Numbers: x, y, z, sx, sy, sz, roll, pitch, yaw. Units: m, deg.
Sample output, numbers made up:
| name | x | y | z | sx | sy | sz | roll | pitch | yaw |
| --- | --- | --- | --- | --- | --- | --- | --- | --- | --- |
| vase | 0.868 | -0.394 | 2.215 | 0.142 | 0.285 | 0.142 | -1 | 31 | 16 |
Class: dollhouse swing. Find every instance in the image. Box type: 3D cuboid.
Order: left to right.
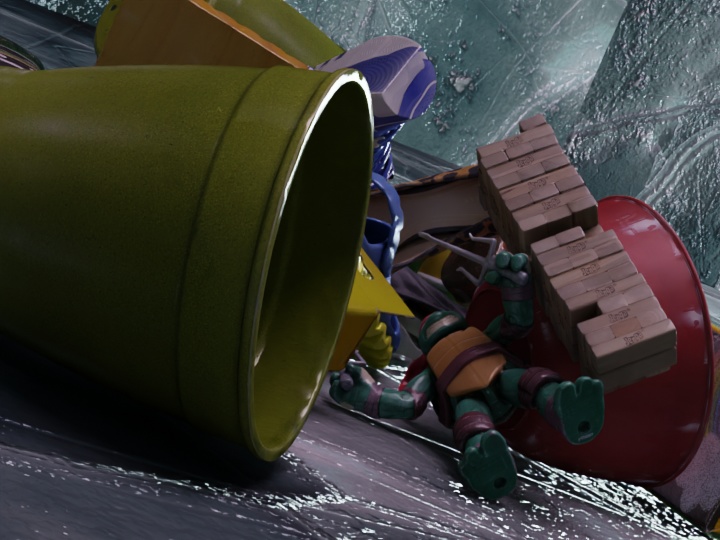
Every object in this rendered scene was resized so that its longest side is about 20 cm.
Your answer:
| name | x | y | z | sx | sy | sz | roll | pitch | yaw |
| --- | --- | --- | --- | --- | --- | --- | --- | --- | --- |
| dollhouse swing | -0.112 | -0.104 | 1.623 | 0.200 | 0.176 | 0.182 | 32 | 9 | 13 |

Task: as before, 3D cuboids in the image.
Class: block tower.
| name | x | y | z | sx | sy | sz | roll | pitch | yaw |
| --- | --- | --- | --- | --- | --- | --- | --- | --- | --- |
| block tower | 0.132 | -0.009 | 1.352 | 0.054 | 0.058 | 0.200 | 79 | -11 | -49 |

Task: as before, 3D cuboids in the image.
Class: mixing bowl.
| name | x | y | z | sx | sy | sz | roll | pitch | yaw |
| --- | --- | --- | --- | --- | --- | --- | --- | --- | --- |
| mixing bowl | 0.137 | 0.054 | 1.439 | 0.108 | 0.201 | 0.200 | -7 | 21 | -24 |

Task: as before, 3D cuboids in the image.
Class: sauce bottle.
| name | x | y | z | sx | sy | sz | roll | pitch | yaw |
| --- | --- | --- | --- | --- | --- | --- | --- | --- | --- |
| sauce bottle | 0.144 | 0.052 | 1.668 | 0.200 | 0.066 | 0.066 | 47 | -5 | -28 |

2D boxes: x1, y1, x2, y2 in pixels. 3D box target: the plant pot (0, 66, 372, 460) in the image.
| name | x | y | z | sx | sy | sz | roll | pitch | yaw |
| --- | --- | --- | --- | --- | --- | --- | --- | --- | --- |
| plant pot | -0.114 | -0.024 | 1.098 | 0.192 | 0.201 | 0.200 | 13 | 5 | 11 |

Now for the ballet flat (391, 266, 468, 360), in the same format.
| name | x | y | z | sx | sy | sz | roll | pitch | yaw |
| --- | --- | --- | --- | --- | --- | --- | --- | --- | --- |
| ballet flat | 0.069 | 0.059 | 1.596 | 0.200 | 0.073 | 0.073 | 31 | 8 | 11 |

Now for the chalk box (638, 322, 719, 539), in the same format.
| name | x | y | z | sx | sy | sz | roll | pitch | yaw |
| --- | --- | --- | --- | --- | --- | --- | --- | --- | --- |
| chalk box | 0.261 | 0.114 | 1.506 | 0.124 | 0.125 | 0.200 | 26 | 6 | -29 |

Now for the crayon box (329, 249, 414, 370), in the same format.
| name | x | y | z | sx | sy | sz | roll | pitch | yaw |
| --- | --- | --- | --- | --- | --- | --- | --- | --- | --- |
| crayon box | -0.077 | -0.001 | 1.296 | 0.200 | 0.051 | 0.127 | 7 | 36 | -41 |

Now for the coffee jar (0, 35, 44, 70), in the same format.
| name | x | y | z | sx | sy | sz | roll | pitch | yaw |
| --- | --- | --- | --- | --- | --- | --- | --- | --- | --- |
| coffee jar | -0.301 | -0.141 | 1.740 | 0.104 | 0.086 | 0.200 | 25 | 6 | -16 |

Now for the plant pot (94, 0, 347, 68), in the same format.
| name | x | y | z | sx | sy | sz | roll | pitch | yaw |
| --- | --- | --- | --- | --- | --- | --- | --- | --- | --- |
| plant pot | -0.114 | -0.156 | 1.751 | 0.200 | 0.200 | 0.193 | 32 | -12 | 51 |

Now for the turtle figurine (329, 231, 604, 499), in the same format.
| name | x | y | z | sx | sy | sz | roll | pitch | yaw |
| --- | --- | --- | --- | --- | --- | --- | --- | --- | --- |
| turtle figurine | 0.067 | 0.058 | 1.347 | 0.101 | 0.150 | 0.200 | 40 | 4 | -36 |

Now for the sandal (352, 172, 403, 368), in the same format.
| name | x | y | z | sx | sy | sz | roll | pitch | yaw |
| --- | --- | --- | --- | --- | --- | --- | --- | --- | --- |
| sandal | 0.000 | 0.000 | 1.482 | 0.079 | 0.087 | 0.200 | 25 | -23 | 15 |

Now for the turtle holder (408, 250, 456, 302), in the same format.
| name | x | y | z | sx | sy | sz | roll | pitch | yaw |
| --- | --- | --- | --- | --- | --- | --- | --- | --- | --- |
| turtle holder | 0.081 | 0.002 | 1.741 | 0.185 | 0.132 | 0.141 | 21 | 8 | -20 |

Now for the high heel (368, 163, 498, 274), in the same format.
| name | x | y | z | sx | sy | sz | roll | pitch | yaw |
| --- | --- | --- | --- | --- | --- | --- | --- | --- | --- |
| high heel | 0.033 | -0.038 | 1.533 | 0.199 | 0.072 | 0.142 | -13 | -8 | -27 |

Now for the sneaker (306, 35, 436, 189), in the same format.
| name | x | y | z | sx | sy | sz | roll | pitch | yaw |
| --- | --- | --- | --- | --- | --- | --- | --- | --- | --- |
| sneaker | -0.001 | -0.102 | 1.615 | 0.199 | 0.081 | 0.115 | -8 | -56 | 51 |
